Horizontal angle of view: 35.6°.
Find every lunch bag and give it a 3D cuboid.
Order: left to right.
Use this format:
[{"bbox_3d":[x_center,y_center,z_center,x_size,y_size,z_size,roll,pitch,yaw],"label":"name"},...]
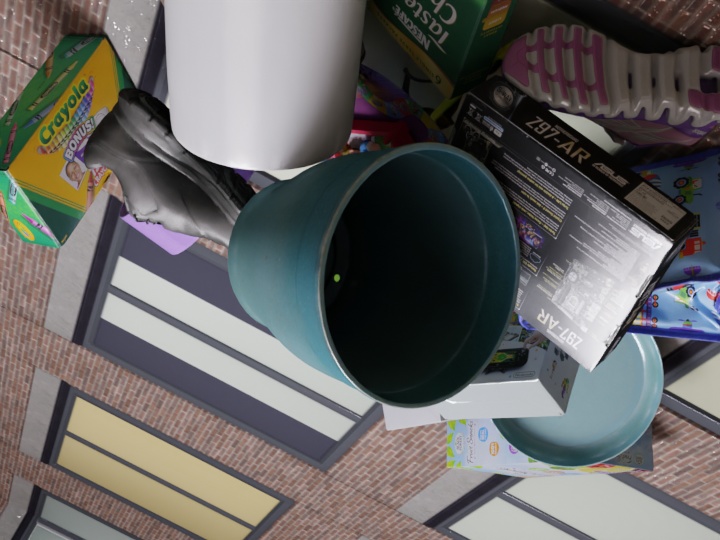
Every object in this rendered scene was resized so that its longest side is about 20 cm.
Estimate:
[{"bbox_3d":[0.229,-0.019,1.010,0.199,0.151,0.094,-3,140,20],"label":"lunch bag"}]

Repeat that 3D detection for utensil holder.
[{"bbox_3d":[-0.077,-0.204,0.908,0.169,0.170,0.201,15,124,15],"label":"utensil holder"}]

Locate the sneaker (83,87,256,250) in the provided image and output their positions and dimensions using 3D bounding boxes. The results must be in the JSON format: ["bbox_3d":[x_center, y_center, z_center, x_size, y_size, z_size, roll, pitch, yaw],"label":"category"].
[{"bbox_3d":[-0.157,-0.066,0.993,0.091,0.076,0.200,-43,101,13],"label":"sneaker"}]

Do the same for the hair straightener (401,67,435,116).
[{"bbox_3d":[0.116,-0.128,1.080,0.200,0.041,0.077,44,129,-18],"label":"hair straightener"}]

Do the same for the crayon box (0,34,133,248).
[{"bbox_3d":[-0.314,-0.139,1.188,0.058,0.200,0.119,8,145,26],"label":"crayon box"}]

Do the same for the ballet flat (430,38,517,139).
[{"bbox_3d":[0.093,-0.131,1.008,0.067,0.067,0.200,49,131,8],"label":"ballet flat"}]

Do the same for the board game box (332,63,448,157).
[{"bbox_3d":[0.014,-0.103,1.035,0.158,0.039,0.200,39,160,14],"label":"board game box"}]

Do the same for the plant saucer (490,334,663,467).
[{"bbox_3d":[0.234,0.119,1.246,0.199,0.201,0.027,26,-169,-1],"label":"plant saucer"}]

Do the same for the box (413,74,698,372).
[{"bbox_3d":[0.149,-0.037,0.908,0.200,0.043,0.161,39,138,19],"label":"box"}]

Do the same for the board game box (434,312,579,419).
[{"bbox_3d":[0.159,0.050,1.141,0.147,0.200,0.064,-8,135,40],"label":"board game box"}]

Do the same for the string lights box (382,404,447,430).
[{"bbox_3d":[0.134,0.142,1.316,0.199,0.059,0.103,-2,170,-36],"label":"string lights box"}]

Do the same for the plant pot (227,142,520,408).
[{"bbox_3d":[-0.005,-0.006,0.913,0.188,0.200,0.200,11,149,52],"label":"plant pot"}]

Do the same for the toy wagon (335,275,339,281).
[{"bbox_3d":[0.000,0.000,1.179,0.199,0.156,0.040,-16,180,-9],"label":"toy wagon"}]

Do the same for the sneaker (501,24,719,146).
[{"bbox_3d":[0.212,-0.142,0.927,0.199,0.081,0.089,8,158,-1],"label":"sneaker"}]

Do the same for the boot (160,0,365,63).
[{"bbox_3d":[-0.097,-0.257,1.006,0.199,0.070,0.147,5,133,10],"label":"boot"}]

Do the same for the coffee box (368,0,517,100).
[{"bbox_3d":[0.072,-0.242,0.879,0.123,0.044,0.200,52,153,18],"label":"coffee box"}]

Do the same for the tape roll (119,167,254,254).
[{"bbox_3d":[-0.154,-0.115,1.115,0.066,0.201,0.200,36,146,-18],"label":"tape roll"}]

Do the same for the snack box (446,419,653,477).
[{"bbox_3d":[0.234,0.218,1.398,0.168,0.068,0.200,15,161,-41],"label":"snack box"}]
